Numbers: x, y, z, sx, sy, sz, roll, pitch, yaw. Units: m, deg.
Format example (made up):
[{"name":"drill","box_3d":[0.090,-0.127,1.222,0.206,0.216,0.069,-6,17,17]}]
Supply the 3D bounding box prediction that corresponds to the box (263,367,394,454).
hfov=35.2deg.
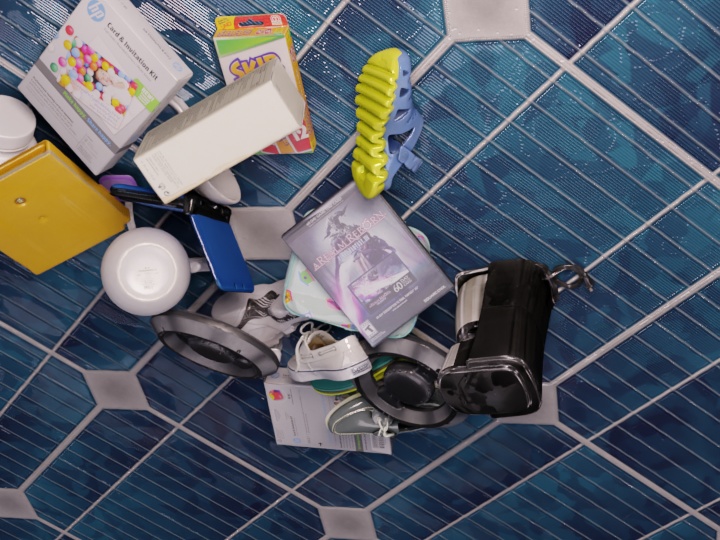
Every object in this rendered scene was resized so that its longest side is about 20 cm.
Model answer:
[{"name":"box","box_3d":[-0.048,0.231,1.864,0.199,0.041,0.156,2,132,11]}]

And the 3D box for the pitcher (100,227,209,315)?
[{"name":"pitcher","box_3d":[-0.278,-0.002,1.602,0.171,0.200,0.122,-8,92,-12]}]

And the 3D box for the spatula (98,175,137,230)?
[{"name":"spatula","box_3d":[-0.335,-0.067,1.671,0.056,0.021,0.200,1,133,11]}]

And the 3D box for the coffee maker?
[{"name":"coffee maker","box_3d":[0.206,0.086,1.552,0.135,0.200,0.192,40,129,-24]}]

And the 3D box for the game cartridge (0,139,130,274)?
[{"name":"game cartridge","box_3d":[-0.442,-0.083,1.576,0.176,0.032,0.200,-26,147,11]}]

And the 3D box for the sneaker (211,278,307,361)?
[{"name":"sneaker","box_3d":[-0.118,0.078,1.718,0.200,0.075,0.115,-8,132,26]}]

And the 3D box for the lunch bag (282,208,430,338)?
[{"name":"lunch bag","box_3d":[0.000,0.000,1.585,0.200,0.077,0.161,13,106,-2]}]

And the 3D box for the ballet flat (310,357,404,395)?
[{"name":"ballet flat","box_3d":[0.015,0.153,1.765,0.200,0.067,0.067,-26,145,31]}]

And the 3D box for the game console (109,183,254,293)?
[{"name":"game console","box_3d":[-0.236,-0.040,1.534,0.170,0.119,0.200,9,179,8]}]

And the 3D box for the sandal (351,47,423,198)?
[{"name":"sandal","box_3d":[0.041,-0.189,1.436,0.087,0.080,0.200,-13,131,-25]}]

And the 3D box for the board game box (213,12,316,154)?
[{"name":"board game box","box_3d":[-0.122,-0.236,1.457,0.095,0.030,0.200,0,130,14]}]

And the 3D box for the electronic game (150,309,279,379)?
[{"name":"electronic game","box_3d":[-0.215,0.108,1.673,0.200,0.042,0.200,17,158,7]}]

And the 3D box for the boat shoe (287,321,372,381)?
[{"name":"boat shoe","box_3d":[-0.059,0.113,1.657,0.202,0.074,0.086,-7,104,63]}]

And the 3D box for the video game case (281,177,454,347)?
[{"name":"video game case","box_3d":[0.011,-0.013,1.531,0.143,0.019,0.200,-37,102,11]}]

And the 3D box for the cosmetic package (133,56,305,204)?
[{"name":"cosmetic package","box_3d":[-0.172,-0.173,1.399,0.200,0.104,0.073,-26,114,14]}]

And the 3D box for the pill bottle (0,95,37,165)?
[{"name":"pill bottle","box_3d":[-0.512,-0.145,1.581,0.111,0.111,0.200,24,133,-9]}]

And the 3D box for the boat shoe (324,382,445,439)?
[{"name":"boat shoe","box_3d":[0.045,0.227,1.771,0.200,0.062,0.073,-11,131,-10]}]

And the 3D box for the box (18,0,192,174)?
[{"name":"box","box_3d":[-0.327,-0.241,1.444,0.156,0.041,0.200,49,123,-3]}]

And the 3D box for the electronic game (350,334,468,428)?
[{"name":"electronic game","box_3d":[0.072,0.164,1.670,0.200,0.042,0.200,16,139,15]}]

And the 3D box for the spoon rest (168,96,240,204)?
[{"name":"spoon rest","box_3d":[-0.227,-0.168,1.510,0.061,0.099,0.200,-39,102,18]}]
